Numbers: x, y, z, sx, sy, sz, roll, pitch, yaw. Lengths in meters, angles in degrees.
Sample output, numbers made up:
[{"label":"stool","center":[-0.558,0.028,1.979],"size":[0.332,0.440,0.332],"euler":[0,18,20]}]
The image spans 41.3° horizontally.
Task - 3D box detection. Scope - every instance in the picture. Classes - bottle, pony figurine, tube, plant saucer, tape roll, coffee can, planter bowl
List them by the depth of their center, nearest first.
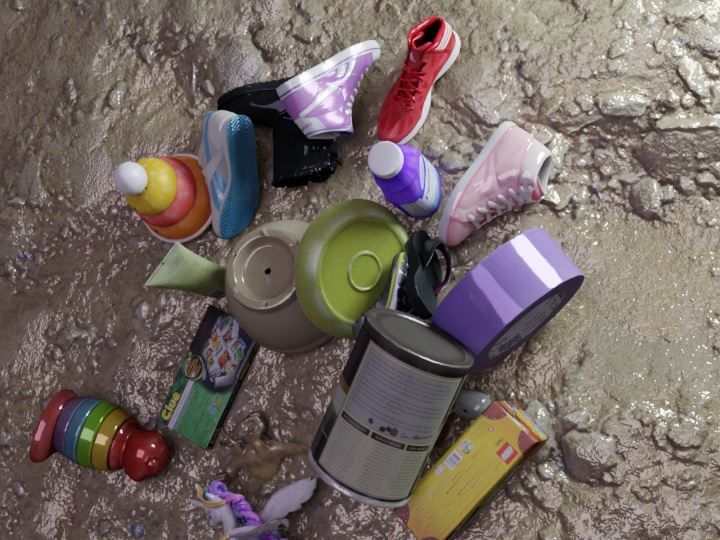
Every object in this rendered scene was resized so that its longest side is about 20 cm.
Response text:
[{"label":"coffee can","center":[0.036,0.170,1.191],"size":[0.145,0.146,0.202],"euler":[29,105,20]},{"label":"tape roll","center":[0.195,0.042,1.269],"size":[0.200,0.200,0.085],"euler":[-42,71,9]},{"label":"bottle","center":[0.062,-0.132,1.341],"size":[0.064,0.200,0.085],"euler":[-5,79,18]},{"label":"plant saucer","center":[0.000,0.000,1.357],"size":[0.031,0.198,0.203],"euler":[12,85,59]},{"label":"pony figurine","center":[-0.147,0.390,1.379],"size":[0.191,0.166,0.203],"euler":[-17,92,24]},{"label":"planter bowl","center":[-0.118,0.012,1.407],"size":[0.197,0.135,0.203],"euler":[-4,75,15]},{"label":"tube","center":[-0.252,0.004,1.431],"size":[0.051,0.200,0.059],"euler":[-4,81,16]}]

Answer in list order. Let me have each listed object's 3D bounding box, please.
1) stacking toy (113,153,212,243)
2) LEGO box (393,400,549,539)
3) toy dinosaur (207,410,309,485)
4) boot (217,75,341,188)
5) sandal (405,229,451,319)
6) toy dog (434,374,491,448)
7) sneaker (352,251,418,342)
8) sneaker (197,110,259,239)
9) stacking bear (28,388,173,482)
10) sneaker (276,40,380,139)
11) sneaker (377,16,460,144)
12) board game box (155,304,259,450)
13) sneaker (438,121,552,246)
[{"label":"stacking toy","center":[-0.320,-0.129,1.473],"size":[0.144,0.200,0.148],"euler":[-3,80,19]},{"label":"LEGO box","center":[0.152,0.271,1.278],"size":[0.077,0.149,0.200],"euler":[44,98,18]},{"label":"toy dinosaur","center":[-0.148,0.266,1.443],"size":[0.198,0.058,0.102],"euler":[-21,90,23]},{"label":"boot","center":[-0.127,-0.210,1.488],"size":[0.195,0.073,0.165],"euler":[-10,79,14]},{"label":"sandal","center":[0.101,0.001,1.328],"size":[0.048,0.201,0.076],"euler":[-28,113,19]},{"label":"toy dog","center":[0.076,0.207,1.337],"size":[0.198,0.132,0.097],"euler":[-8,57,27]},{"label":"sneaker","center":[0.031,0.064,1.326],"size":[0.080,0.074,0.202],"euler":[-2,59,36]},{"label":"sneaker","center":[-0.209,-0.149,1.489],"size":[0.080,0.076,0.203],"euler":[22,116,38]},{"label":"stacking bear","center":[-0.394,0.269,1.496],"size":[0.197,0.121,0.115],"euler":[17,95,11]},{"label":"sneaker","center":[-0.028,-0.263,1.437],"size":[0.200,0.072,0.115],"euler":[-37,98,-30]},{"label":"sneaker","center":[0.070,-0.285,1.405],"size":[0.078,0.115,0.202],"euler":[26,91,20]},{"label":"board game box","center":[-0.236,0.167,1.496],"size":[0.104,0.023,0.202],"euler":[26,90,18]},{"label":"sneaker","center":[0.197,-0.106,1.356],"size":[0.104,0.075,0.201],"euler":[34,90,25]}]
